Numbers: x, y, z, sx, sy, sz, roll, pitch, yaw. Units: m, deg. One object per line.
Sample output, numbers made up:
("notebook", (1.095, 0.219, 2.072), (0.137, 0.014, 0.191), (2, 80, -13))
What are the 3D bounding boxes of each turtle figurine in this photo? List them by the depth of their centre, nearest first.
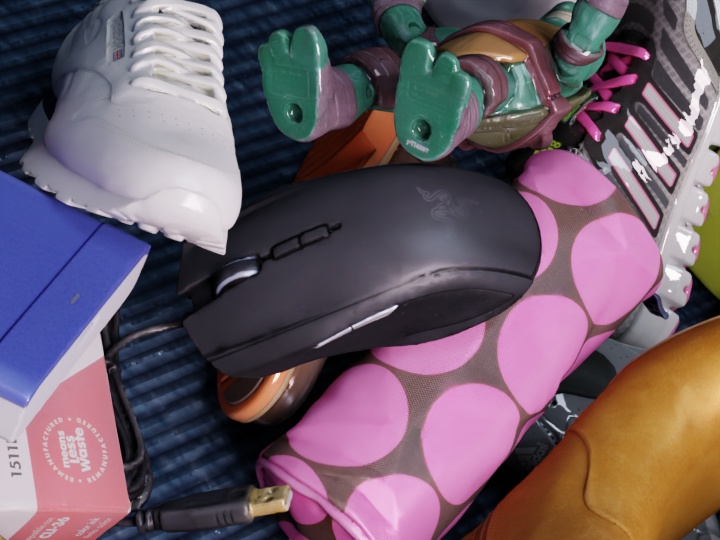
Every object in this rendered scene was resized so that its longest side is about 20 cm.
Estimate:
("turtle figurine", (0.056, -0.097, 1.017), (0.200, 0.150, 0.101), (-29, 104, -50))

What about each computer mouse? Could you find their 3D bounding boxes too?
("computer mouse", (-0.026, 0.024, 0.920), (0.200, 0.046, 0.141), (-10, 58, 4))

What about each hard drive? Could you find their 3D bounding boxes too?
("hard drive", (-0.182, -0.022, 0.821), (0.200, 0.025, 0.132), (26, 26, 2))

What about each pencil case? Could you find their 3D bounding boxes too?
("pencil case", (0.040, 0.046, 0.987), (0.091, 0.094, 0.200), (47, 64, -3))

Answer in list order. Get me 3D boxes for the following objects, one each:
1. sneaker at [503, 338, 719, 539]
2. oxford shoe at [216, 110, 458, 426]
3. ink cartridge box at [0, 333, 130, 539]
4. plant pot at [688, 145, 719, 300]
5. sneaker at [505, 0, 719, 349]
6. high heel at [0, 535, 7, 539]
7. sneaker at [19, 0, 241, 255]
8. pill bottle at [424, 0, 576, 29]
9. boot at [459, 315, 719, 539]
("sneaker", (0.098, 0.107, 1.043), (0.115, 0.075, 0.200), (22, 44, -18))
("oxford shoe", (0.000, 0.000, 1.025), (0.073, 0.071, 0.200), (41, 45, -16))
("ink cartridge box", (-0.190, 0.042, 0.850), (0.200, 0.067, 0.117), (4, 61, -36))
("plant pot", (0.261, -0.054, 1.180), (0.200, 0.199, 0.182), (-6, 75, -41))
("sneaker", (0.113, -0.060, 1.104), (0.087, 0.074, 0.200), (6, 99, -25))
("high heel", (-0.067, 0.137, 0.878), (0.143, 0.071, 0.200), (-45, 112, -38))
("sneaker", (-0.082, -0.065, 0.921), (0.076, 0.081, 0.200), (24, 10, -23))
("pill bottle", (0.123, -0.178, 1.199), (0.200, 0.112, 0.113), (-23, 79, -43))
("boot", (0.098, 0.099, 0.926), (0.071, 0.201, 0.144), (50, 10, -5))
